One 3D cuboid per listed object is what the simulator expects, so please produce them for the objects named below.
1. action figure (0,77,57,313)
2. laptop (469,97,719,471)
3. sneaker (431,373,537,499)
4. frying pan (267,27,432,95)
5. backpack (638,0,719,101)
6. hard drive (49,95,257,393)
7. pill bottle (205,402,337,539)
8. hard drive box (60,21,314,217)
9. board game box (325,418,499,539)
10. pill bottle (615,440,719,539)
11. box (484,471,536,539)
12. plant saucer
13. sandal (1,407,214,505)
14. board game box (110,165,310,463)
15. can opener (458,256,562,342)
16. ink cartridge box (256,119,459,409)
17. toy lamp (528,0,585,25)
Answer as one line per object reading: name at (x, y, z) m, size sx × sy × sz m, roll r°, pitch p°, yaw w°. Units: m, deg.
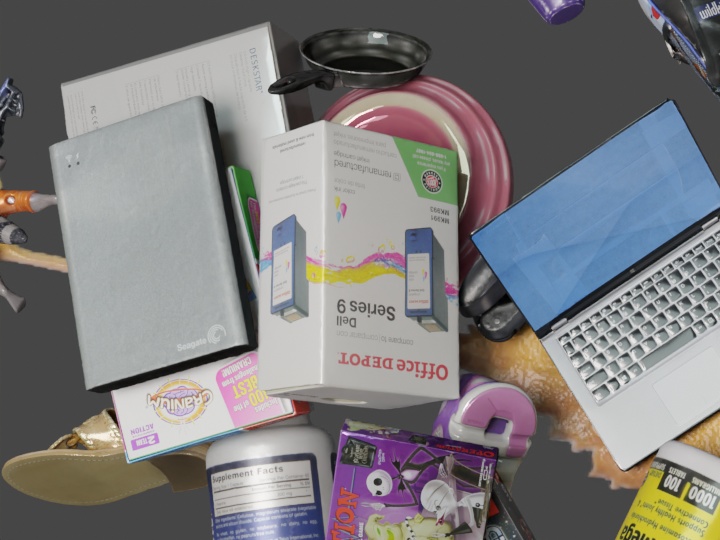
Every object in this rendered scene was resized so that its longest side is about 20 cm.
action figure at (-0.360, -0.082, 1.438) m, size 0.192 × 0.105 × 0.202 m, roll 26°, pitch 93°, yaw 13°
laptop at (0.220, 0.015, 1.186) m, size 0.186 × 0.116 × 0.201 m, roll -34°, pitch 72°, yaw 7°
sneaker at (0.082, 0.170, 1.248) m, size 0.079 × 0.089 × 0.203 m, roll 11°, pitch 107°, yaw -18°
frying pan at (-0.002, -0.165, 1.285) m, size 0.113 × 0.191 × 0.031 m, roll 7°, pitch 118°, yaw 8°
backpack at (0.298, -0.236, 1.187) m, size 0.199 × 0.154 × 0.191 m, roll -40°, pitch 78°, yaw 4°
hard drive at (-0.162, -0.019, 1.201) m, size 0.138 × 0.033 × 0.203 m, roll -16°, pitch 75°, yaw 16°
pill bottle at (-0.070, 0.191, 1.277) m, size 0.110 × 0.111 × 0.203 m, roll -11°, pitch 78°, yaw 18°
hard drive box at (-0.140, -0.102, 1.308) m, size 0.197 × 0.077 × 0.158 m, roll -13°, pitch 81°, yaw 17°
board game box at (0.031, 0.218, 1.163) m, size 0.118 × 0.032 × 0.203 m, roll 11°, pitch 107°, yaw 10°
pill bottle at (0.232, 0.239, 1.144) m, size 0.111 × 0.112 × 0.202 m, roll 24°, pitch 83°, yaw 22°
box at (0.087, 0.263, 1.200) m, size 0.136 × 0.038 × 0.201 m, roll -28°, pitch 100°, yaw 15°
plant saucer at (0.029, -0.072, 1.315) m, size 0.198 × 0.051 × 0.204 m, roll -4°, pitch 80°, yaw 20°
sandal at (-0.212, 0.155, 1.371) m, size 0.209 × 0.078 × 0.070 m, roll -7°, pitch 46°, yaw 22°
board game box at (-0.137, 0.036, 1.236) m, size 0.151 × 0.040 × 0.203 m, roll -16°, pitch 83°, yaw 16°
can opener at (0.161, -0.024, 1.254) m, size 0.200 × 0.079 × 0.063 m, roll -43°, pitch 77°, yaw -4°
ink cartridge box at (0.000, 0.000, 1.198) m, size 0.087 × 0.144 × 0.203 m, roll -10°, pitch 75°, yaw 49°
toy lamp at (0.136, -0.302, 1.308) m, size 0.058 × 0.058 × 0.202 m, roll -25°, pitch 74°, yaw 15°
